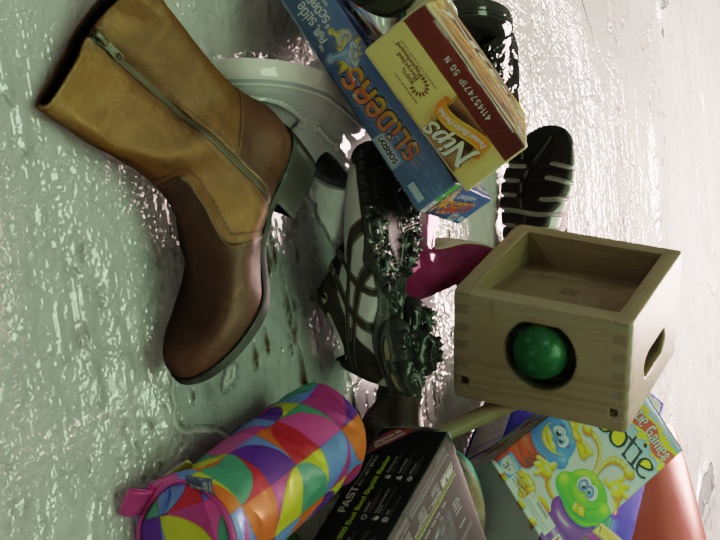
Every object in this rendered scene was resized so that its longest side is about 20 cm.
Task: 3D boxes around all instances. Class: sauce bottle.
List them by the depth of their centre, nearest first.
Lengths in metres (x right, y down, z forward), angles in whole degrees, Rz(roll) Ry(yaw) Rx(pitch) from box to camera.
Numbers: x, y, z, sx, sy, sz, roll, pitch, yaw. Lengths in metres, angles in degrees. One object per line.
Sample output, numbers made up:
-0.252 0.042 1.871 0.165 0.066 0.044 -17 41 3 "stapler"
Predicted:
0.023 0.161 1.117 0.066 0.065 0.203 32 62 -58 "sauce bottle"

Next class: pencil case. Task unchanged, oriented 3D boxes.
-0.071 0.141 0.917 0.200 0.087 0.090 -25 112 -61 "pencil case"

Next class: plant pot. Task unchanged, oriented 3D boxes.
0.291 0.268 1.528 0.200 0.198 0.180 26 57 -60 "plant pot"

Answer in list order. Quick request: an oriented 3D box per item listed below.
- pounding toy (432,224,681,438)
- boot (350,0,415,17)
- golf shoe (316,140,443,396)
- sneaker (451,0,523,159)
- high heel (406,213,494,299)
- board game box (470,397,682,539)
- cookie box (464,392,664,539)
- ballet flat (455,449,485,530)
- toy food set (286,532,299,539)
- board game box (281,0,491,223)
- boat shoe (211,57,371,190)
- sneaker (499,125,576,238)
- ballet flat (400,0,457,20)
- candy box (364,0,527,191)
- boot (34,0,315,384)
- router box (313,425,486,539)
0.159 0.070 1.178 0.200 0.182 0.144 -40 134 -54 "pounding toy"
0.026 -0.246 1.060 0.183 0.072 0.200 61 16 21 "boot"
0.000 0.000 1.039 0.078 0.093 0.203 -32 120 -51 "golf shoe"
0.123 -0.181 1.308 0.200 0.059 0.106 30 62 -70 "sneaker"
0.075 0.012 1.218 0.200 0.067 0.097 38 61 -59 "high heel"
0.179 0.182 1.229 0.199 0.105 0.104 -30 84 -38 "board game box"
0.206 0.173 1.373 0.170 0.075 0.201 37 48 -13 "cookie box"
0.066 0.238 1.165 0.067 0.067 0.202 -45 146 -38 "ballet flat"
-0.068 0.286 0.957 0.197 0.048 0.203 -5 94 -63 "toy food set"
0.017 -0.130 0.996 0.201 0.034 0.135 58 12 11 "board game box"
-0.048 -0.101 0.983 0.200 0.071 0.070 25 68 -70 "boat shoe"
0.192 -0.046 1.451 0.115 0.075 0.203 24 79 -66 "sneaker"
0.066 -0.179 1.199 0.069 0.069 0.203 26 67 -60 "ballet flat"
0.066 -0.132 0.972 0.116 0.055 0.200 54 13 -6 "candy box"
-0.120 -0.050 0.838 0.200 0.068 0.190 42 70 -46 "boot"
0.023 0.235 0.995 0.200 0.061 0.151 -53 133 -43 "router box"
